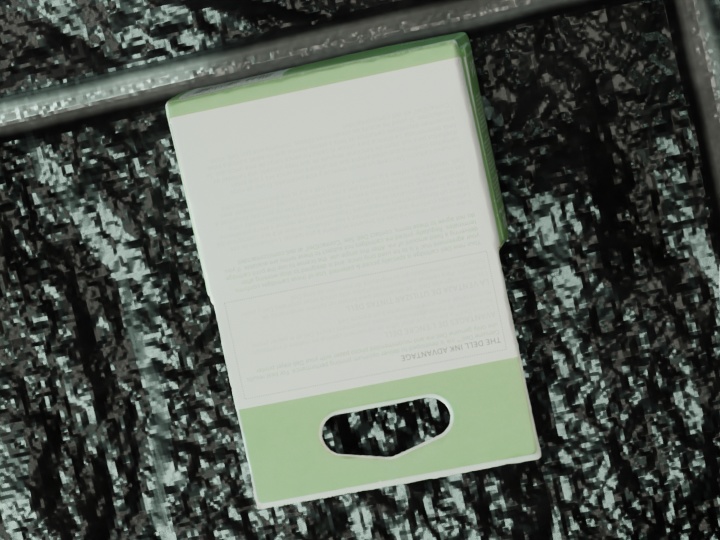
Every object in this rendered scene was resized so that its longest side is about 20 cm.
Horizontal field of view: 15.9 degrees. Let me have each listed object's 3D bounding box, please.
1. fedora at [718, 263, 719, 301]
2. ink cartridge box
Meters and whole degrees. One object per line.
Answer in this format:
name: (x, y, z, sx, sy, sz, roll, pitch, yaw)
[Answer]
fedora: (0.240, 0.058, 1.131, 0.200, 0.090, 0.177, 44, 137, -17)
ink cartridge box: (0.000, 0.000, 1.221, 0.145, 0.048, 0.201, -11, 98, 11)
